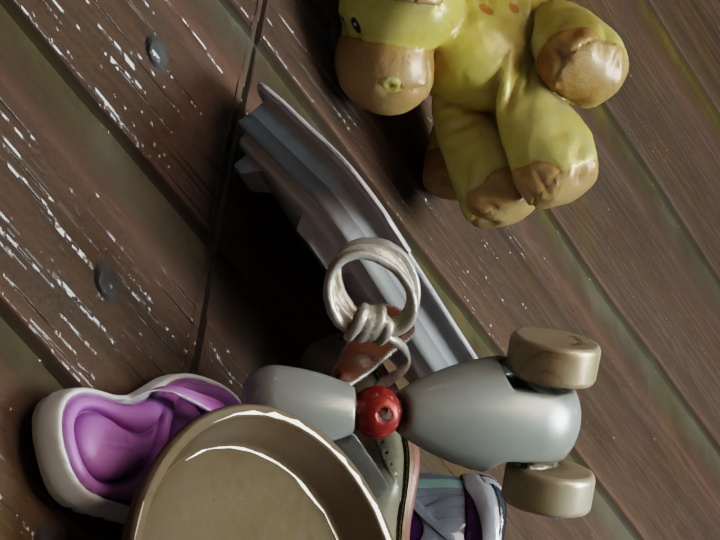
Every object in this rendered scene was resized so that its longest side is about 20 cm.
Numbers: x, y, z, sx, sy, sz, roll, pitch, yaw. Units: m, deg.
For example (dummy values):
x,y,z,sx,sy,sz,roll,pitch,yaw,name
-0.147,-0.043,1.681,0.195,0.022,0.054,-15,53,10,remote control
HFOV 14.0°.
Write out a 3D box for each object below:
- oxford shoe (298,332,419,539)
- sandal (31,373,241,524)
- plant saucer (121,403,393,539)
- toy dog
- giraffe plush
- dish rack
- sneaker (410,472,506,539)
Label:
x,y,z,sx,sy,sz,roll,pitch,yaw,name
-0.013,0.120,1.592,0.075,0.070,0.201,16,51,-40,oxford shoe
-0.093,0.091,1.466,0.202,0.050,0.083,-4,79,-64,sandal
-0.050,0.167,1.435,0.199,0.029,0.201,20,63,-44,plant saucer
0.035,0.067,1.547,0.199,0.133,0.096,26,2,-15,toy dog
0.054,-0.141,1.802,0.162,0.172,0.201,18,68,-35,giraffe plush
0.000,0.000,1.642,0.200,0.043,0.172,56,-6,-33,dish rack
0.026,0.210,1.644,0.074,0.087,0.201,130,-31,-81,sneaker
